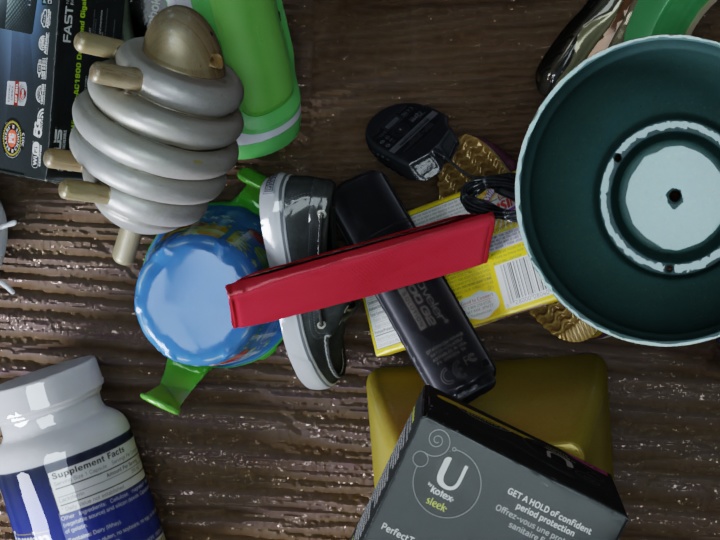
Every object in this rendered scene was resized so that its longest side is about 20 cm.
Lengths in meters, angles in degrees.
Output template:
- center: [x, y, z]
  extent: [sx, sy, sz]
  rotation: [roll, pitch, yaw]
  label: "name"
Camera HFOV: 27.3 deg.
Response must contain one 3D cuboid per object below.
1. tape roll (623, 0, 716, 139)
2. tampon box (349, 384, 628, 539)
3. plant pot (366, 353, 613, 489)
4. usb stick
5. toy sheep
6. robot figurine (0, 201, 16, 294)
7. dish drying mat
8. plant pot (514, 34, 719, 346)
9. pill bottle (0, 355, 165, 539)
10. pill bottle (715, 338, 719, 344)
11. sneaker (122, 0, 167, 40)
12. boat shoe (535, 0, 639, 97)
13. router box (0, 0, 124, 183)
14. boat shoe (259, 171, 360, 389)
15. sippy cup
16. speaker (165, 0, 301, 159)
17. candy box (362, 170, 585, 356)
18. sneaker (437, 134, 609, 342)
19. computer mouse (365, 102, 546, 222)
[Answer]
- center: [0.297, -0.158, 1.118]
  extent: [0.197, 0.048, 0.203]
  rotation: [-4, 114, -9]
  label: "tape roll"
- center: [0.065, 0.205, 0.990]
  extent: [0.148, 0.126, 0.202]
  rotation: [26, 96, 1]
  label: "tampon box"
- center: [0.104, 0.183, 1.137]
  extent: [0.197, 0.176, 0.203]
  rotation: [-4, 96, 4]
  label: "plant pot"
- center: [0.037, 0.012, 1.132]
  extent: [0.055, 0.033, 0.201]
  rotation: [-26, 69, -8]
  label: "usb stick"
- center: [-0.152, -0.096, 1.072]
  extent: [0.136, 0.138, 0.202]
  rotation: [24, 116, 2]
  label: "toy sheep"
- center: [-0.368, -0.035, 1.183]
  extent: [0.197, 0.114, 0.171]
  rotation: [14, 139, 5]
  label: "robot figurine"
- center: [0.000, 0.000, 1.072]
  extent: [0.197, 0.077, 0.018]
  rotation: [-16, 66, -8]
  label: "dish drying mat"
- center: [0.215, -0.052, 1.029]
  extent: [0.197, 0.134, 0.204]
  rotation: [0, 90, 16]
  label: "plant pot"
- center: [-0.228, 0.179, 1.193]
  extent: [0.114, 0.116, 0.203]
  rotation: [-16, 93, 6]
  label: "pill bottle"
- center: [0.315, 0.027, 1.086]
  extent: [0.109, 0.200, 0.113]
  rotation: [-1, 103, -3]
  label: "pill bottle"
- center: [-0.158, -0.256, 1.157]
  extent: [0.073, 0.089, 0.203]
  rotation: [1, 95, -2]
  label: "sneaker"
- center: [0.218, -0.205, 1.148]
  extent: [0.073, 0.076, 0.201]
  rotation: [35, 104, -7]
  label: "boat shoe"
- center: [-0.252, -0.173, 1.148]
  extent: [0.149, 0.062, 0.203]
  rotation: [11, 98, 46]
  label: "router box"
- center: [-0.032, 0.014, 1.147]
  extent: [0.056, 0.069, 0.202]
  rotation: [-1, 129, 15]
  label: "boat shoe"
- center: [-0.118, 0.017, 1.161]
  extent: [0.138, 0.130, 0.181]
  rotation: [-10, 94, 5]
  label: "sippy cup"
- center: [-0.101, -0.190, 1.125]
  extent: [0.087, 0.089, 0.202]
  rotation: [-9, 123, 5]
  label: "speaker"
- center: [0.082, -0.008, 1.143]
  extent: [0.198, 0.026, 0.104]
  rotation: [-19, 78, 34]
  label: "candy box"
- center: [0.139, -0.025, 1.173]
  extent: [0.075, 0.090, 0.201]
  rotation: [-47, 66, 27]
  label: "sneaker"
- center: [0.071, -0.077, 1.132]
  extent: [0.058, 0.200, 0.034]
  rotation: [-40, 133, -12]
  label: "computer mouse"
